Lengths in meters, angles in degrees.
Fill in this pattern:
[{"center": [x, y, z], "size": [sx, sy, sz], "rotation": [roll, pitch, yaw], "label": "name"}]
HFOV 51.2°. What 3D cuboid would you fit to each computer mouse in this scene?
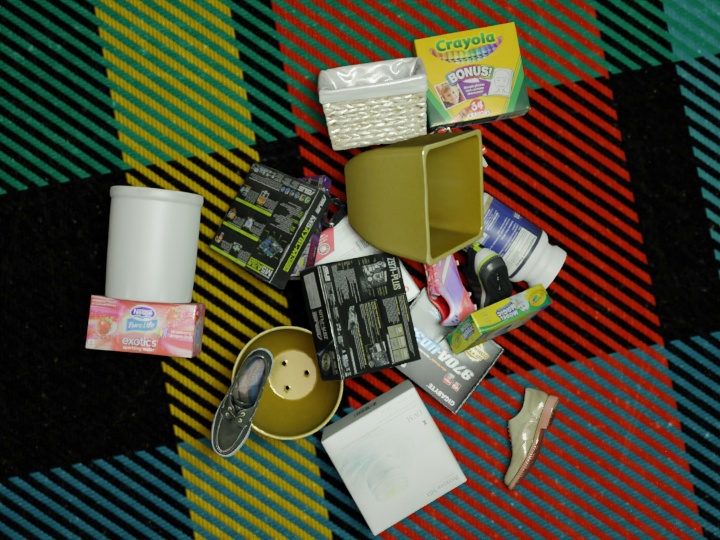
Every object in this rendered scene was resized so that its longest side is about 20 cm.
[{"center": [-0.013, -0.140, 1.425], "size": [0.058, 0.034, 0.200], "rotation": [31, 53, 15], "label": "computer mouse"}]

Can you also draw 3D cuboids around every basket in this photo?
[{"center": [0.027, -0.311, 1.403], "size": [0.199, 0.136, 0.124], "rotation": [-8, 121, 3], "label": "basket"}]

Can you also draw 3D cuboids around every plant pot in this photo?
[{"center": [-0.131, 0.202, 1.401], "size": [0.199, 0.142, 0.202], "rotation": [0, 88, -1], "label": "plant pot"}, {"center": [0.084, -0.137, 1.320], "size": [0.199, 0.194, 0.197], "rotation": [8, 112, 36], "label": "plant pot"}]

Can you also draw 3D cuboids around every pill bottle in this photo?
[{"center": [0.283, -0.050, 1.431], "size": [0.199, 0.116, 0.116], "rotation": [34, 88, -1], "label": "pill bottle"}]

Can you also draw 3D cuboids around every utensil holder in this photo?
[{"center": [-0.386, -0.046, 1.391], "size": [0.169, 0.170, 0.201], "rotation": [6, 90, -1], "label": "utensil holder"}]

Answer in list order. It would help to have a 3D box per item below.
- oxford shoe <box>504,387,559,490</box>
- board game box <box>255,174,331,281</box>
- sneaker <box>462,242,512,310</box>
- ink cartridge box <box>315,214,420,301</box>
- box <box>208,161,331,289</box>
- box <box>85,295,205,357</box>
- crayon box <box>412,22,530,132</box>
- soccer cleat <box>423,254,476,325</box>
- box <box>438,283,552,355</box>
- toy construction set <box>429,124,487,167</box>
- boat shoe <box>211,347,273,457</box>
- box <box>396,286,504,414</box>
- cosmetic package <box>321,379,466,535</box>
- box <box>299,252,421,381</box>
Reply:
[{"center": [0.316, 0.325, 1.455], "size": [0.074, 0.071, 0.201], "rotation": [24, 88, 25], "label": "oxford shoe"}, {"center": [-0.125, -0.079, 1.410], "size": [0.119, 0.032, 0.201], "rotation": [-5, 67, 39], "label": "board game box"}, {"center": [0.235, 0.010, 1.408], "size": [0.072, 0.200, 0.083], "rotation": [-33, 59, -13], "label": "sneaker"}, {"center": [0.000, 0.000, 1.438], "size": [0.145, 0.083, 0.201], "rotation": [-33, 89, -2], "label": "ink cartridge box"}, {"center": [-0.172, -0.088, 1.402], "size": [0.199, 0.047, 0.194], "rotation": [25, 88, 40], "label": "box"}, {"center": [-0.403, 0.104, 1.421], "size": [0.199, 0.095, 0.103], "rotation": [6, 87, -1], "label": "box"}, {"center": [0.215, -0.375, 1.466], "size": [0.199, 0.058, 0.174], "rotation": [-10, 89, -1], "label": "crayon box"}, {"center": [0.150, 0.012, 1.425], "size": [0.076, 0.067, 0.201], "rotation": [-14, 70, -25], "label": "soccer cleat"}, {"center": [0.245, 0.094, 1.385], "size": [0.199, 0.117, 0.049], "rotation": [-18, 72, -25], "label": "box"}, {"center": [0.150, -0.200, 1.440], "size": [0.199, 0.092, 0.132], "rotation": [-33, 99, -2], "label": "toy construction set"}, {"center": [-0.208, 0.229, 1.299], "size": [0.068, 0.057, 0.201], "rotation": [22, 88, -1], "label": "boat shoe"}, {"center": [0.152, 0.154, 1.456], "size": [0.200, 0.046, 0.159], "rotation": [39, 87, 0], "label": "box"}, {"center": [0.060, 0.347, 1.412], "size": [0.199, 0.123, 0.201], "rotation": [-30, 90, -2], "label": "cosmetic package"}, {"center": [-0.001, 0.079, 1.318], "size": [0.163, 0.086, 0.201], "rotation": [-12, 87, -28], "label": "box"}]
